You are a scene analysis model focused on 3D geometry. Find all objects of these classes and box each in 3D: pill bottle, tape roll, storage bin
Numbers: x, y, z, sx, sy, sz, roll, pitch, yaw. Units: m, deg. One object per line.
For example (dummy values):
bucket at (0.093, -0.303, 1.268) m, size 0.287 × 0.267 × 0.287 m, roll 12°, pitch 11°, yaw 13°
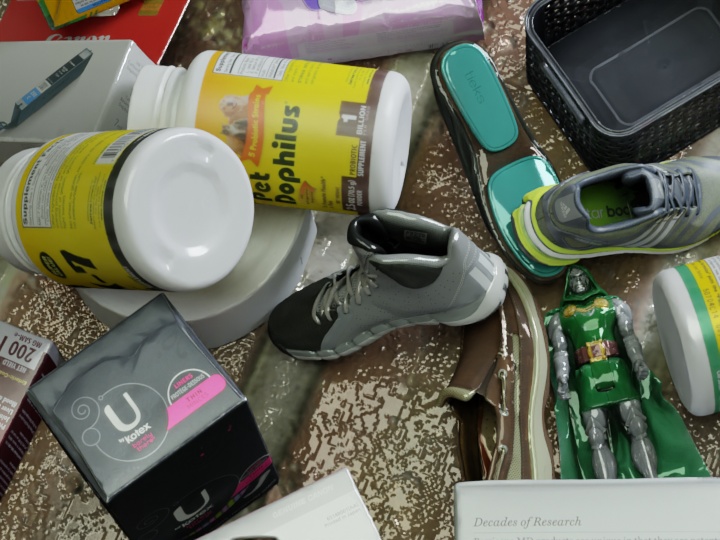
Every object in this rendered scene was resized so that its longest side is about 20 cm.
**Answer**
pill bottle at (0.325, 0.030, 1.619) m, size 0.199 × 0.113 × 0.113 m, roll -15°, pitch 68°, yaw -1°
pill bottle at (-0.067, -0.103, 1.631) m, size 0.199 × 0.109 × 0.110 m, roll 7°, pitch 70°, yaw 8°
pill bottle at (-0.177, -0.043, 1.570) m, size 0.200 × 0.114 × 0.115 m, roll 1°, pitch 62°, yaw 51°
tape roll at (-0.137, -0.041, 1.711) m, size 0.201 × 0.071 × 0.203 m, roll -2°, pitch 68°, yaw 5°
storage bin at (0.239, -0.178, 1.717) m, size 0.200 × 0.094 × 0.135 m, roll -31°, pitch 70°, yaw -6°

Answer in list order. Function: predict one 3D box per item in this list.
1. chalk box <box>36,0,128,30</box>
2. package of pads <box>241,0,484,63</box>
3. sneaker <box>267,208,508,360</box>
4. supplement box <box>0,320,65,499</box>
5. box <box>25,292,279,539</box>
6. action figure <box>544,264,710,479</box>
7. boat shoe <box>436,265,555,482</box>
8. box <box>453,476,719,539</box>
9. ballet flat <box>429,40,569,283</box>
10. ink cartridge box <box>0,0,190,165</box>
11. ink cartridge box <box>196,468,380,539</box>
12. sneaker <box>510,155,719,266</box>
chalk box at (-0.229, -0.304, 1.773) m, size 0.124 × 0.124 × 0.200 m, roll -22°, pitch 34°, yaw -2°
package of pads at (-0.003, -0.231, 1.769) m, size 0.199 × 0.076 × 0.121 m, roll -8°, pitch 71°, yaw 2°
sneaker at (0.000, 0.000, 1.630) m, size 0.199 × 0.116 × 0.075 m, roll -15°, pitch 53°, yaw 24°
supplement box at (-0.317, 0.130, 1.667) m, size 0.108 × 0.061 × 0.201 m, roll 21°, pitch 73°, yaw 12°
box at (-0.144, 0.120, 1.580) m, size 0.122 × 0.200 × 0.106 m, roll -36°, pitch 70°, yaw -8°
action figure at (0.182, 0.086, 1.645) m, size 0.118 × 0.055 × 0.201 m, roll -14°, pitch 64°, yaw 3°
boat shoe at (0.095, 0.089, 1.625) m, size 0.075 × 0.075 × 0.203 m, roll 7°, pitch 64°, yaw -32°
box at (0.165, 0.231, 1.510) m, size 0.199 × 0.199 × 0.131 m, roll -1°, pitch 68°, yaw 5°
ballet flat at (0.109, -0.083, 1.698) m, size 0.068 × 0.068 × 0.201 m, roll -20°, pitch 85°, yaw -13°
ink cartridge box at (-0.243, -0.165, 1.733) m, size 0.199 × 0.045 × 0.177 m, roll 3°, pitch 62°, yaw 35°
ink cartridge box at (-0.059, 0.266, 1.592) m, size 0.199 × 0.045 × 0.177 m, roll -25°, pitch 70°, yaw -5°
sneaker at (0.216, -0.049, 1.651) m, size 0.199 × 0.081 × 0.074 m, roll -14°, pitch 83°, yaw -26°
